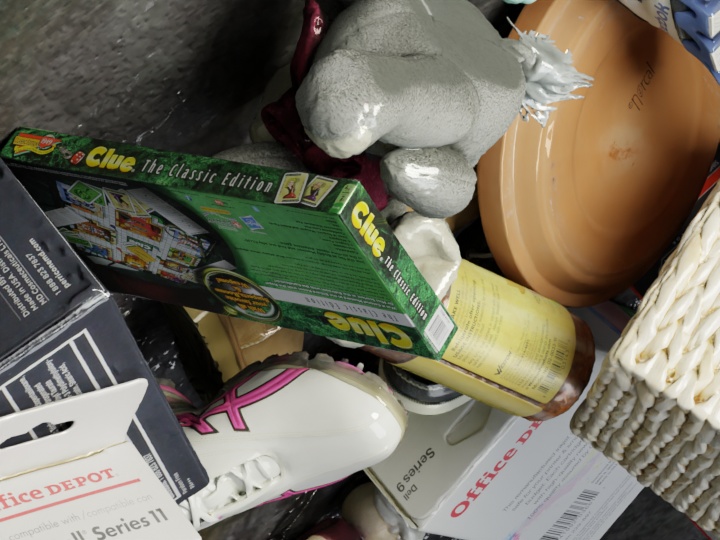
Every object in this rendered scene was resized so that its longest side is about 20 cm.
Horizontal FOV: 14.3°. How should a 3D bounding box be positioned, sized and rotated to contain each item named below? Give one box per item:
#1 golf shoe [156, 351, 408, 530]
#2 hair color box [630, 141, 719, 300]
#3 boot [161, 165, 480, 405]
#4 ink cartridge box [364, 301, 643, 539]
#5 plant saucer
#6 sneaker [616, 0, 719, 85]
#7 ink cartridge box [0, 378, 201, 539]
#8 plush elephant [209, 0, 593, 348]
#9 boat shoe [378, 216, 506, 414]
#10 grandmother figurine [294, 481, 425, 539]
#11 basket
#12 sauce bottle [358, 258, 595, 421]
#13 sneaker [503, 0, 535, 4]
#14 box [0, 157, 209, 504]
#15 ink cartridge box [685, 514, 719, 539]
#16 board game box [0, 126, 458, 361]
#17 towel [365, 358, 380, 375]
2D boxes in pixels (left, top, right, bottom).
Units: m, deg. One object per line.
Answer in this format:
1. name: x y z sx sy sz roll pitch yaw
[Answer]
1. golf shoe: -0.067 0.097 1.408 0.073 0.200 0.092 54 40 -33
2. hair color box: 0.242 0.029 1.664 0.102 0.200 0.061 -44 150 3
3. boot: 0.000 0.000 1.488 0.200 0.066 0.175 -35 150 -13
4. ink cartridge box: 0.103 0.086 1.694 0.145 0.088 0.200 -50 150 14
5. plant saucer: 0.134 -0.077 1.493 0.200 0.032 0.201 -25 123 -45
6. sneaker: 0.138 -0.180 1.376 0.081 0.115 0.200 -40 135 -22
7. ink cartridge box: -0.147 0.147 1.263 0.117 0.067 0.200 -15 143 -38
8. plush elephant: -0.009 -0.062 1.299 0.200 0.165 0.155 12 130 -45
9. boat shoe: 0.076 -0.007 1.533 0.200 0.072 0.068 -48 158 -26
10. grandmother figurine: -0.040 0.179 1.684 0.200 0.061 0.121 -33 176 -20
11. basket: 0.225 0.036 1.457 0.200 0.161 0.198 -57 174 -14
12. sauce bottle: 0.029 0.017 1.427 0.200 0.066 0.066 26 110 -36
13. sneaker: 0.075 -0.207 1.292 0.140 0.078 0.200 -45 150 8
14. box: -0.199 0.073 1.294 0.198 0.123 0.200 -36 150 -10
15. ink cartridge box: 0.240 0.135 1.884 0.067 0.116 0.200 -41 151 -2
16. board game box: -0.060 -0.013 1.262 0.023 0.200 0.105 -57 138 -26
17. towel: -0.055 0.107 1.569 0.200 0.018 0.086 -34 -179 -12
